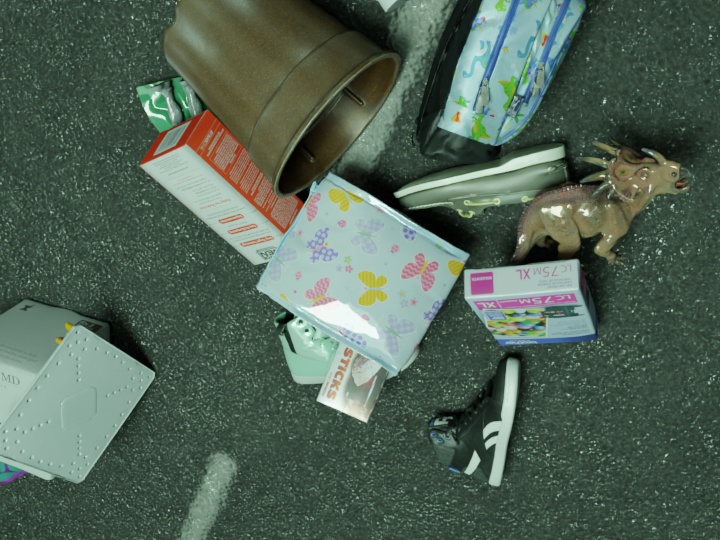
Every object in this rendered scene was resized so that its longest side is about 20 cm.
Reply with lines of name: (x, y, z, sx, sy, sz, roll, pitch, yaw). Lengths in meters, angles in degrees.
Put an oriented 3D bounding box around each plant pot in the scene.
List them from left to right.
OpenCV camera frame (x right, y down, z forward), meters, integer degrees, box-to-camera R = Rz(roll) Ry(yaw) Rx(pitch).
plant pot: (-0.094, -0.219, 0.801, 0.198, 0.200, 0.200, 43, 121, 5)

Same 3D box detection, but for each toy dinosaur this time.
toy dinosaur: (0.230, -0.067, 0.762, 0.199, 0.086, 0.136, -20, 139, 16)

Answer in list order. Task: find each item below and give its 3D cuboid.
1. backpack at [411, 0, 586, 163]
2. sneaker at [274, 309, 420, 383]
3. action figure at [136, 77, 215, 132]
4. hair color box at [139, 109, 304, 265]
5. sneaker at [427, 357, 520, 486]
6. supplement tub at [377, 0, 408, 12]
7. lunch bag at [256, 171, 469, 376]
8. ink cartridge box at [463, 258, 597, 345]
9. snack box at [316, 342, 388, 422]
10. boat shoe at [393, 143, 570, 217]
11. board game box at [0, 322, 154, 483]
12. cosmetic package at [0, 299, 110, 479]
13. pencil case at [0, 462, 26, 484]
backpack: (0.137, -0.217, 0.741, 0.153, 0.163, 0.201, 8, 110, 7)
sneaker: (-0.027, 0.089, 0.980, 0.200, 0.074, 0.119, -9, 117, 27)
action figure: (-0.210, -0.149, 0.953, 0.118, 0.055, 0.201, -6, 116, 20)
hair color box: (-0.156, -0.094, 0.895, 0.101, 0.061, 0.200, -10, 136, 42)
sneaker: (0.146, 0.197, 0.971, 0.111, 0.073, 0.201, 11, 119, 14)
supplement tub: (0.019, -0.371, 0.705, 0.145, 0.145, 0.200, -30, 102, 29)
lunch bag: (0.000, 0.000, 0.874, 0.199, 0.127, 0.170, 30, 89, -3)
ink cartridge box: (0.200, 0.046, 0.828, 0.119, 0.200, 0.042, -6, 68, 22)
snack box: (0.015, 0.087, 0.938, 0.072, 0.024, 0.201, 22, 87, 10)
boat shoe: (0.137, -0.092, 0.838, 0.201, 0.072, 0.061, -12, 105, 21)
board game box: (-0.419, 0.197, 1.074, 0.026, 0.200, 0.200, 24, 163, 30)
cosmetic package: (-0.506, 0.181, 1.152, 0.164, 0.165, 0.201, 14, 118, 14)
pencil case: (-0.570, 0.320, 1.289, 0.199, 0.085, 0.093, -15, 82, 26)
